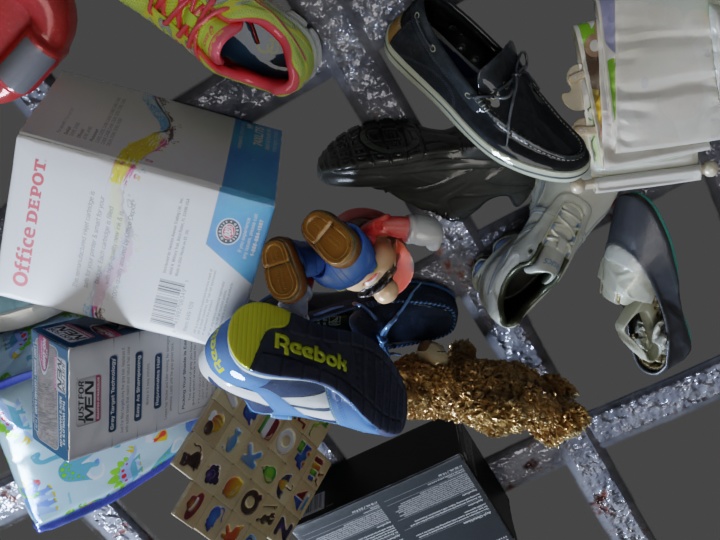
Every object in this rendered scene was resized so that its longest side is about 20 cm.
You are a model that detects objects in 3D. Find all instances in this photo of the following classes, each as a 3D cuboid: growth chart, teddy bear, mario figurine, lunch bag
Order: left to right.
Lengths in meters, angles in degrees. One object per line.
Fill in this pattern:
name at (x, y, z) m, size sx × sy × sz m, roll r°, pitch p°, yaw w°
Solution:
lunch bag at (-0.245, 0.117, 0.932) m, size 0.198 × 0.127 × 0.172 m, roll -20°, pitch 122°, yaw -19°
mario figurine at (0.000, 0.000, 0.833) m, size 0.122 × 0.200 × 0.107 m, roll 5°, pitch 93°, yaw 20°
teddy bear at (0.119, 0.108, 0.913) m, size 0.198 × 0.145 × 0.067 m, roll 18°, pitch 117°, yaw 6°
growth chart at (0.237, -0.162, 0.808) m, size 0.143 × 0.018 × 0.202 m, roll 1°, pitch 102°, yaw 1°

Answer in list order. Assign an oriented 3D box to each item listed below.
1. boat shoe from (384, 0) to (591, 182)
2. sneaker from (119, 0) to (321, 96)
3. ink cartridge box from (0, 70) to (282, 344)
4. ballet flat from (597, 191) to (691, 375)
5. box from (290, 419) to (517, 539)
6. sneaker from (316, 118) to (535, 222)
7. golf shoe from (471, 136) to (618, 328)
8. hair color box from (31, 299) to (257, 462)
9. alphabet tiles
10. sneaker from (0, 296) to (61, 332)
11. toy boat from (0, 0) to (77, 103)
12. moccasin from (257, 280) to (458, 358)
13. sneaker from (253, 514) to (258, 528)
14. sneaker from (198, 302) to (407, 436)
boat shoe at (0.106, -0.146, 0.784) m, size 0.200 × 0.075 × 0.062 m, roll 42°, pitch 140°, yaw 5°
sneaker at (-0.119, -0.201, 0.769) m, size 0.199 × 0.091 × 0.078 m, roll 25°, pitch 118°, yaw -13°
ink cartridge box at (-0.180, -0.052, 0.821) m, size 0.198 × 0.147 × 0.148 m, roll 15°, pitch 119°, yaw -10°
ballet flat at (0.259, 0.023, 0.905) m, size 0.072 × 0.073 × 0.201 m, roll -20°, pitch 126°, yaw 10°
box at (0.046, 0.258, 1.044) m, size 0.199 × 0.079 × 0.142 m, roll -26°, pitch 114°, yaw 13°
sneaker at (0.061, -0.082, 0.854) m, size 0.198 × 0.076 × 0.091 m, roll -3°, pitch 126°, yaw 3°
golf shoe at (0.176, -0.031, 0.870) m, size 0.078 × 0.097 × 0.201 m, roll 25°, pitch 115°, yaw -13°
hair color box at (-0.183, 0.084, 0.856) m, size 0.060 × 0.199 × 0.101 m, roll 18°, pitch 110°, yaw 38°
alphabet tiles at (-0.098, 0.184, 0.937) m, size 0.006 × 0.167 × 0.200 m, roll 15°, pitch 154°, yaw 38°
sneaker at (-0.355, 0.005, 0.893) m, size 0.198 × 0.074 × 0.083 m, roll -4°, pitch 123°, yaw 0°
toy boat at (-0.319, -0.209, 0.737) m, size 0.130 × 0.131 × 0.200 m, roll -40°, pitch 113°, yaw 19°
moccasin at (-0.004, 0.060, 0.933) m, size 0.198 × 0.068 × 0.081 m, roll -8°, pitch 120°, yaw 2°
sneaker at (-0.110, 0.179, 0.977) m, size 0.070 × 0.109 × 0.201 m, roll 23°, pitch 117°, yaw -15°
sneaker at (-0.044, 0.087, 0.809) m, size 0.199 × 0.075 × 0.082 m, roll 29°, pitch 140°, yaw -32°
